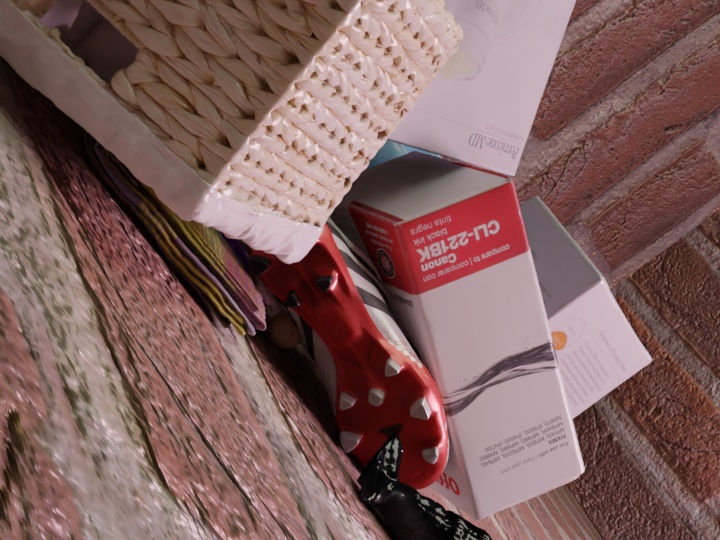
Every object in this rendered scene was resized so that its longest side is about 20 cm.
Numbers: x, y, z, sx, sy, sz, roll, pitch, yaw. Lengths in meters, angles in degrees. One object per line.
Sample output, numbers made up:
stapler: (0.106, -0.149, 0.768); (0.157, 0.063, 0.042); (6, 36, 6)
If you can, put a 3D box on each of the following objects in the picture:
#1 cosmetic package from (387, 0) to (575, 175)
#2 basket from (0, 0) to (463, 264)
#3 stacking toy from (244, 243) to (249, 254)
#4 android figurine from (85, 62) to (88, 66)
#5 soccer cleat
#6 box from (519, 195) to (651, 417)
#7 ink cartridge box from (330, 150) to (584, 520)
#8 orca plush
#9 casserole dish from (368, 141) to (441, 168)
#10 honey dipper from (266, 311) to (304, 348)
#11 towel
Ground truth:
cosmetic package: (0.035, -0.178, 1.021); (0.123, 0.200, 0.199); (24, 8, 32)
basket: (-0.073, -0.131, 0.841); (0.198, 0.161, 0.200); (43, 4, 13)
stacking toy: (0.000, 0.000, 1.171); (0.200, 0.085, 0.085); (39, 9, -24)
android figurine: (-0.180, -0.170, 1.145); (0.200, 0.041, 0.182); (57, 5, 24)
soccer cleat: (-0.002, 0.038, 0.998); (0.200, 0.069, 0.085); (59, 20, -17)
box: (0.113, 0.065, 1.375); (0.106, 0.200, 0.152); (56, 3, 38)
ink cartridge box: (0.054, 0.038, 1.064); (0.144, 0.084, 0.200); (25, -46, 65)
orca plush: (0.083, 0.171, 0.968); (0.200, 0.071, 0.105); (53, 3, -2)
casserole dish: (0.047, -0.056, 1.244); (0.121, 0.039, 0.200); (50, 12, -2)
honey dipper: (-0.026, 0.046, 1.102); (0.038, 0.038, 0.200); (54, 6, 10)
towel: (-0.108, -0.042, 0.957); (0.144, 0.023, 0.200); (52, 3, -17)
